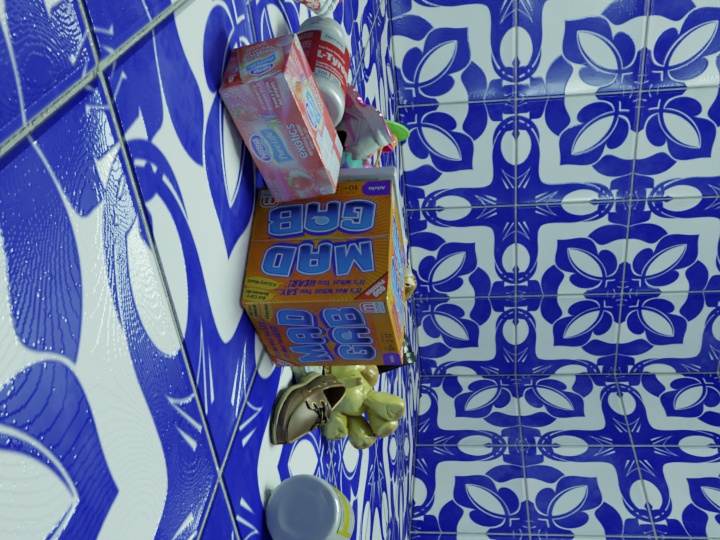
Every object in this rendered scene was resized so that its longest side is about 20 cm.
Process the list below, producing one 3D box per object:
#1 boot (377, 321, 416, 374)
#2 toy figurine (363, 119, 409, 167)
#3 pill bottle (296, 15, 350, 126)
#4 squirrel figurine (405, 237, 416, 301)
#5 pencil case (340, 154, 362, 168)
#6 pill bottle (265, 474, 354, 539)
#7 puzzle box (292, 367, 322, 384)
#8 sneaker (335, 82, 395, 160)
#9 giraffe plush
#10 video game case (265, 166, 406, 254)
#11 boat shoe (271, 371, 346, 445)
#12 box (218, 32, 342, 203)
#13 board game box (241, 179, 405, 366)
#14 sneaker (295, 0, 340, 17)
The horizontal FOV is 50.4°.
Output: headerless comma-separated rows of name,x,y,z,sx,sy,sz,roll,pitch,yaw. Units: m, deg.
boot,0.018,0.146,1.641,0.079,0.211,0.158,-3,73,-58
toy figurine,0.030,-0.294,1.998,0.200,0.150,0.185,25,71,-56
pill bottle,-0.075,-0.333,1.281,0.112,0.112,0.200,77,14,-51
squirrel figurine,0.000,0.000,1.381,0.187,0.200,0.142,56,15,-27
pencil case,-0.036,-0.157,1.581,0.092,0.085,0.201,68,22,-79
pill bottle,-0.069,0.382,1.177,0.200,0.111,0.112,69,21,-65
puzzle box,-0.096,0.125,1.337,0.200,0.025,0.133,79,12,-45
sneaker,-0.023,-0.255,1.312,0.081,0.088,0.200,57,-3,-38
giraffe plush,-0.017,0.234,1.535,0.200,0.172,0.162,42,23,-28
video game case,-0.034,-0.087,1.206,0.183,0.199,0.022,78,14,-49
boat shoe,-0.080,0.218,1.223,0.200,0.067,0.072,-38,131,-65
box,-0.102,-0.201,1.038,0.200,0.094,0.103,65,22,-44
board game box,-0.042,0.010,1.133,0.200,0.199,0.200,74,16,-57
sneaker,-0.072,-0.516,1.291,0.108,0.067,0.202,29,52,-31
